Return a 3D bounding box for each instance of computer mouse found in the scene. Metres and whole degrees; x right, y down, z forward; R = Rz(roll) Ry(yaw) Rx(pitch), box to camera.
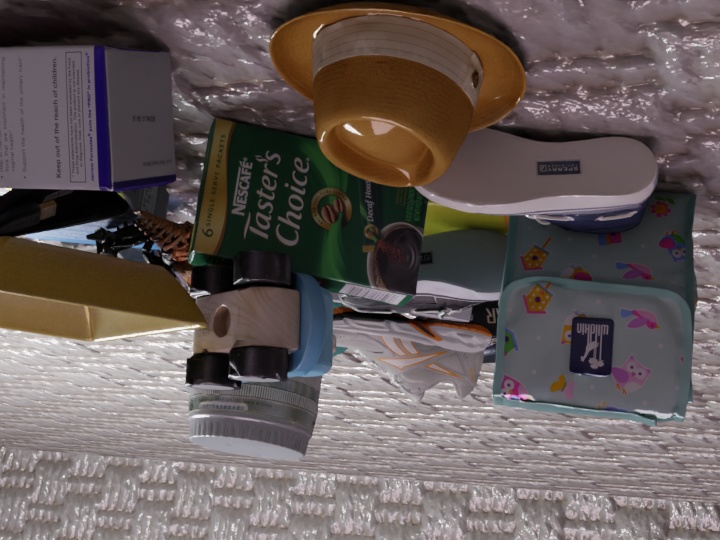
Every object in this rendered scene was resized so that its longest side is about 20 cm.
[{"bbox_3d":[-0.263,-0.054,0.992,0.198,0.047,0.139,-14,-177,-38],"label":"computer mouse"}]

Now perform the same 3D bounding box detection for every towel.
[{"bbox_3d":[0.115,-0.049,1.183,0.196,0.018,0.086,5,158,14],"label":"towel"}]

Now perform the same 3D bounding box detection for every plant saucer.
[{"bbox_3d":[-0.252,0.016,1.001,0.198,0.049,0.198,12,165,-39],"label":"plant saucer"}]

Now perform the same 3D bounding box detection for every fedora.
[{"bbox_3d":[0.023,-0.114,0.882,0.197,0.083,0.201,8,164,2],"label":"fedora"}]

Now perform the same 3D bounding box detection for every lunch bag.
[{"bbox_3d":[0.201,0.034,1.062,0.167,0.202,0.123,5,145,11],"label":"lunch bag"}]

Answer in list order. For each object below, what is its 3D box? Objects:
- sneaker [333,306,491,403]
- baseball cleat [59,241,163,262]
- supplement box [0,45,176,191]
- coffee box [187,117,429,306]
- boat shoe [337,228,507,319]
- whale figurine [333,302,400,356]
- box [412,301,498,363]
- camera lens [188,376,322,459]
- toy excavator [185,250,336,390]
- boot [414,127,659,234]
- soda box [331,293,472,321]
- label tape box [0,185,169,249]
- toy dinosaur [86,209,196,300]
[{"bbox_3d":[0.040,0.093,1.318,0.196,0.094,0.076,8,-173,-8],"label":"sneaker"},{"bbox_3d":[-0.230,-0.021,1.331,0.198,0.071,0.106,22,-179,33],"label":"baseball cleat"},{"bbox_3d":[-0.249,-0.113,0.930,0.196,0.105,0.101,1,-172,19],"label":"supplement box"},{"bbox_3d":[-0.042,-0.049,1.067,0.197,0.125,0.044,13,165,-11],"label":"coffee box"},{"bbox_3d":[0.073,0.012,1.191,0.196,0.075,0.068,-7,147,1],"label":"boat shoe"},{"bbox_3d":[-0.010,0.043,1.392,0.197,0.106,0.159,-4,160,19],"label":"whale figurine"},{"bbox_3d":[0.137,0.075,1.480,0.157,0.044,0.200,-1,167,-19],"label":"box"},{"bbox_3d":[-0.123,0.116,1.515,0.157,0.204,0.160,7,164,2],"label":"camera lens"},{"bbox_3d":[-0.064,0.058,1.075,0.198,0.102,0.193,11,165,-39],"label":"toy excavator"},{"bbox_3d":[0.139,-0.063,1.014,0.196,0.074,0.091,5,158,8],"label":"boot"},{"bbox_3d":[0.020,0.006,1.296,0.196,0.069,0.064,9,178,-3],"label":"soda box"},{"bbox_3d":[-0.269,-0.086,1.154,0.141,0.067,0.200,5,160,6],"label":"label tape box"},{"bbox_3d":[-0.175,-0.011,1.145,0.133,0.103,0.202,-10,136,3],"label":"toy dinosaur"}]
